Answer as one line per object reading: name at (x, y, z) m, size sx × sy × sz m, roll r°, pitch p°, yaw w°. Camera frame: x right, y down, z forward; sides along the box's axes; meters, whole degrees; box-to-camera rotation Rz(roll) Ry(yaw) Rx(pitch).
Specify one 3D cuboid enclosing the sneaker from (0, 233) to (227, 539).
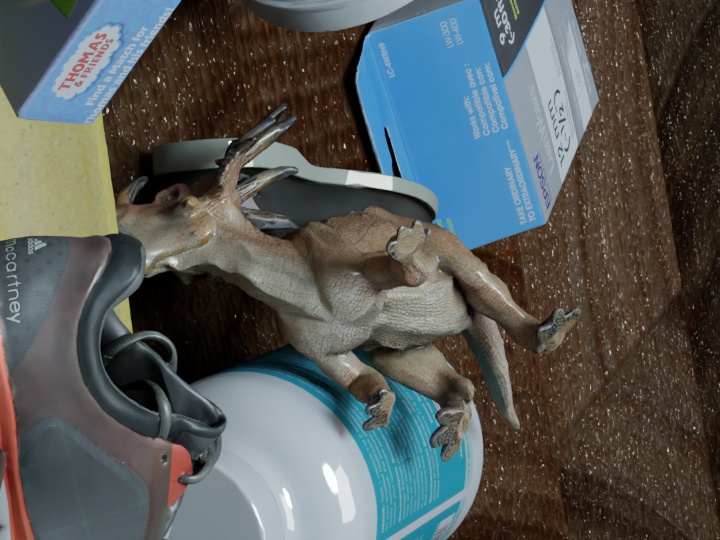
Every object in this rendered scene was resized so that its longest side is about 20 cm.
sneaker at (-0.080, 0.076, 0.810) m, size 0.077 × 0.081 × 0.201 m, roll -102°, pitch -179°, yaw -57°

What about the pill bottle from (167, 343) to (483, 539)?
pill bottle at (-0.030, 0.089, 1.029) m, size 0.200 × 0.110 × 0.112 m, roll -18°, pitch 102°, yaw -67°

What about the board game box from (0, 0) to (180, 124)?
board game box at (-0.097, -0.170, 0.767) m, size 0.036 × 0.151 × 0.201 m, roll 0°, pitch 49°, yaw -47°

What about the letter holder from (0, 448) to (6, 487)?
letter holder at (-0.160, 0.109, 0.636) m, size 0.100 × 0.142 × 0.201 m, roll 26°, pitch 51°, yaw -16°

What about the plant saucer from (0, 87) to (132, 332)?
plant saucer at (-0.146, -0.010, 0.831) m, size 0.200 × 0.048 × 0.201 m, roll -48°, pitch 136°, yaw -60°

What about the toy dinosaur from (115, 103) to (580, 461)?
toy dinosaur at (0.000, 0.000, 1.007) m, size 0.199 × 0.135 × 0.086 m, roll 21°, pitch 105°, yaw -45°

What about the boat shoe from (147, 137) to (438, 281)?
boat shoe at (-0.027, -0.016, 1.114) m, size 0.201 × 0.071 × 0.061 m, roll 11°, pitch 75°, yaw -58°

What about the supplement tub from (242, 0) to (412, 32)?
supplement tub at (-0.038, -0.210, 1.028) m, size 0.200 × 0.145 × 0.146 m, roll 57°, pitch 35°, yaw -47°

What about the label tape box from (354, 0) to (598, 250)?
label tape box at (0.065, -0.099, 1.354) m, size 0.200 × 0.066 × 0.144 m, roll -65°, pitch 143°, yaw -52°
